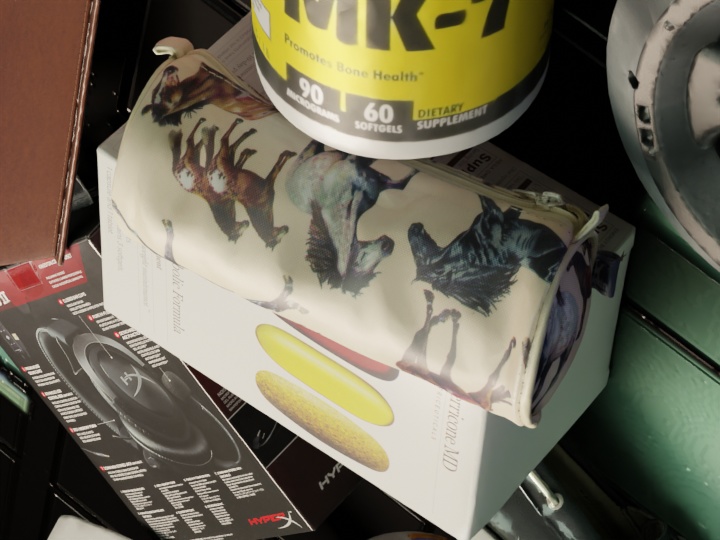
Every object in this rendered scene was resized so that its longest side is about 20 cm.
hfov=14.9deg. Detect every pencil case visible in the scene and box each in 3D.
[{"bbox_3d":[-0.003,-0.019,1.050,0.200,0.090,0.078,24,-174,17],"label":"pencil case"}]

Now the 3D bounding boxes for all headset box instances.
[{"bbox_3d":[-0.097,0.036,1.345,0.200,0.077,0.149,54,147,-12],"label":"headset box"}]

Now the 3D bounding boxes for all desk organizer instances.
[{"bbox_3d":[-0.167,-0.095,1.209,0.072,0.077,0.200,55,144,41],"label":"desk organizer"}]

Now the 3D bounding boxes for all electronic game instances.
[{"bbox_3d":[0.178,-0.049,0.961,0.200,0.042,0.200,22,138,21],"label":"electronic game"}]

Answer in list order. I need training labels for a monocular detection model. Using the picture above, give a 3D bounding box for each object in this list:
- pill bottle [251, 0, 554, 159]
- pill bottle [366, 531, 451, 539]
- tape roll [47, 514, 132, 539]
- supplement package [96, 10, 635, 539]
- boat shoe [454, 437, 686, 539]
[{"bbox_3d":[0.015,-0.145,0.971,0.114,0.114,0.200,29,145,24],"label":"pill bottle"},{"bbox_3d":[0.048,0.197,1.264,0.112,0.112,0.200,57,171,-18],"label":"pill bottle"},{"bbox_3d":[-0.088,0.207,1.465,0.202,0.071,0.202,27,167,7],"label":"tape roll"},{"bbox_3d":[0.000,0.000,1.158,0.200,0.110,0.114,31,146,21],"label":"supplement package"},{"bbox_3d":[0.114,0.132,1.220,0.200,0.076,0.060,39,110,-18],"label":"boat shoe"}]
